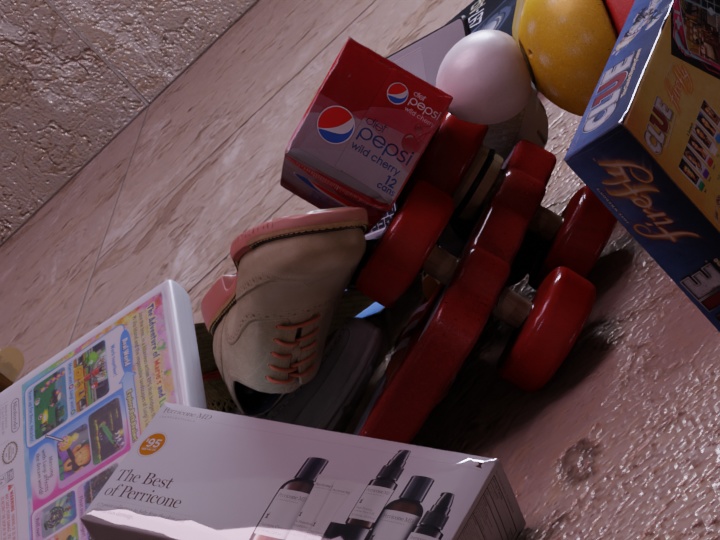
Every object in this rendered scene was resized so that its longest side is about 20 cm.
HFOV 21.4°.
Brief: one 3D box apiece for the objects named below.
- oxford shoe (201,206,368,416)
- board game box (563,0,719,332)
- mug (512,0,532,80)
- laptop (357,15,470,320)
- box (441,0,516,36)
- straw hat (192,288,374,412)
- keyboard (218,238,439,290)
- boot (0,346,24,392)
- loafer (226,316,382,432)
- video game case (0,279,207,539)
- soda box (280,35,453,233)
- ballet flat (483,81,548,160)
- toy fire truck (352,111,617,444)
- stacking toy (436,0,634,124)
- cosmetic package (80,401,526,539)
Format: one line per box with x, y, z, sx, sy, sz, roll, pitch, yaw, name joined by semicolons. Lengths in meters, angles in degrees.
-0.033;0.022;0.993;0.070;0.074;0.200;-7;-17;-16;oxford shoe
0.170;-0.064;0.852;0.035;0.136;0.200;-32;18;39;board game box
0.146;-0.178;1.137;0.149;0.185;0.154;46;127;46;mug
-0.002;-0.056;1.341;0.115;0.202;0.187;-5;-8;-32;laptop
0.105;-0.174;1.514;0.160;0.044;0.200;-37;17;27;box
-0.062;0.073;1.189;0.200;0.086;0.201;-13;-4;-1;straw hat
0.000;0.000;1.155;0.199;0.021;0.127;-7;-9;-40;keyboard
-0.448;0.168;2.071;0.201;0.071;0.144;-50;9;-33;boot
-0.061;0.104;1.090;0.200;0.070;0.070;-53;-8;-5;loafer
-0.159;0.122;1.053;0.181;0.024;0.201;-33;41;17;video game case
-0.001;-0.069;1.041;0.070;0.063;0.200;-60;2;-3;soda box
0.084;-0.081;1.147;0.200;0.062;0.068;103;174;-66;ballet flat
0.049;0.019;1.043;0.168;0.112;0.200;-57;3;37;toy fire truck
0.133;-0.127;0.991;0.199;0.147;0.146;-20;15;-1;stacking toy
-0.030;0.117;0.897;0.199;0.051;0.083;6;44;34;cosmetic package
